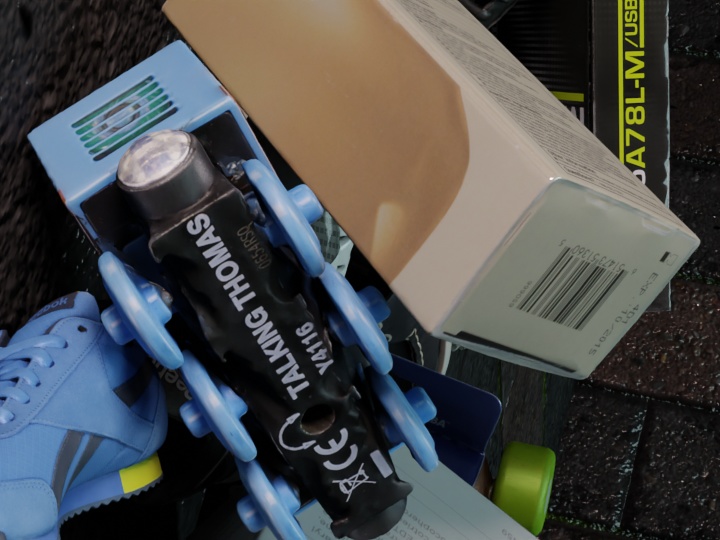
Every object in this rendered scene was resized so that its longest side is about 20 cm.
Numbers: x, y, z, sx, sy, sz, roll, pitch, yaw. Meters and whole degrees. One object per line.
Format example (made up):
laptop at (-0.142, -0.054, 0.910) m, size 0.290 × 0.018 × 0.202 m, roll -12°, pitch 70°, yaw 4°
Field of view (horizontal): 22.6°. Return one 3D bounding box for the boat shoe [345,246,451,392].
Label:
boat shoe at (0.000, 0.000, 0.877) m, size 0.060 × 0.074 × 0.200 m, roll -58°, pitch 150°, yaw -48°

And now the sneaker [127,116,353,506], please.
sneaker at (-0.060, 0.023, 0.768) m, size 0.090 × 0.066 × 0.200 m, roll -33°, pitch 147°, yaw -57°

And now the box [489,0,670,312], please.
box at (0.110, -0.085, 0.950) m, size 0.200 × 0.047 × 0.193 m, roll -143°, pitch -127°, yaw -76°

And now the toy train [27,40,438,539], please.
toy train at (-0.041, 0.016, 0.664) m, size 0.200 × 0.087 × 0.114 m, roll 60°, pitch -4°, yaw -38°

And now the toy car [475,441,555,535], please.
toy car at (0.015, 0.142, 1.008) m, size 0.200 × 0.164 × 0.158 m, roll 59°, pitch 43°, yaw -76°

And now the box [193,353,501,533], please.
box at (-0.017, 0.121, 0.876) m, size 0.032 × 0.121 × 0.200 m, roll -60°, pitch 170°, yaw -55°

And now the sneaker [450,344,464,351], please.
sneaker at (0.034, -0.009, 0.963) m, size 0.200 × 0.074 × 0.116 m, roll -1°, pitch -69°, yaw 67°

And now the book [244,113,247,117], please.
book at (-0.049, 0.005, 0.908) m, size 0.134 × 0.048 × 0.200 m, roll -64°, pitch 159°, yaw -47°

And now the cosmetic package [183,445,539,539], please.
cosmetic package at (-0.020, 0.194, 0.779) m, size 0.167 × 0.166 × 0.200 m, roll -47°, pitch -173°, yaw 33°

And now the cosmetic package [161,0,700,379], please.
cosmetic package at (0.021, -0.056, 0.671) m, size 0.105 × 0.200 × 0.071 m, roll 19°, pitch 115°, yaw -48°

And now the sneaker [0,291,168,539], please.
sneaker at (-0.119, 0.050, 0.604) m, size 0.200 × 0.066 × 0.079 m, roll -25°, pitch 113°, yaw -75°

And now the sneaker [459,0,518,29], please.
sneaker at (0.046, -0.146, 0.866) m, size 0.201 × 0.071 × 0.098 m, roll -62°, pitch -161°, yaw 3°
